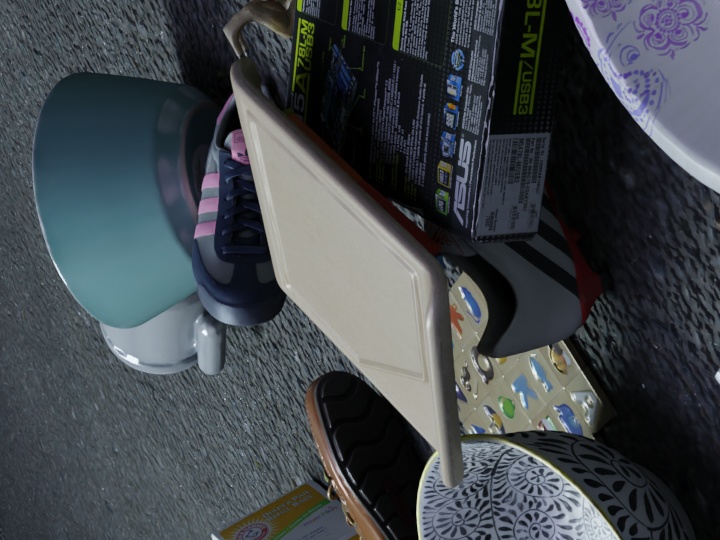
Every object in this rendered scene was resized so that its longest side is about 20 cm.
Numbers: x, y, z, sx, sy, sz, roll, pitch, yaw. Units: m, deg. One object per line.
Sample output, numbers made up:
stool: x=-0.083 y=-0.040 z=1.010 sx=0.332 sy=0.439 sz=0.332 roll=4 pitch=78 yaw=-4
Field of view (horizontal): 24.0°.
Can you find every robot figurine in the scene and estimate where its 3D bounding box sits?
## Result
robot figurine: x=-0.174 y=0.017 z=1.490 sx=0.170 sy=0.112 sz=0.201 roll=50 pitch=155 yaw=21

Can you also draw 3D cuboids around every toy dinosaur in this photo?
toy dinosaur: x=-0.029 y=-0.155 z=0.983 sx=0.201 sy=0.100 sz=0.058 roll=59 pitch=-176 yaw=-33

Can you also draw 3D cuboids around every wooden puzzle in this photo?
wooden puzzle: x=0.000 y=0.000 z=0.918 sx=0.200 sy=0.037 sz=0.186 roll=50 pitch=162 yaw=32

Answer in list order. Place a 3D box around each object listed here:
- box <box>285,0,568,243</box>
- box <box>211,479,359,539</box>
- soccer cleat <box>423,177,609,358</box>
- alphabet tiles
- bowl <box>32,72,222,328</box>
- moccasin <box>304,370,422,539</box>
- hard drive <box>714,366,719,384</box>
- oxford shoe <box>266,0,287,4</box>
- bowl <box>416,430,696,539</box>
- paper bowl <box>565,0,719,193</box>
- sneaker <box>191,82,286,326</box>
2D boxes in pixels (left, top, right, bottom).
box: x=0.031 y=-0.136 z=0.862 sx=0.193 sy=0.047 sz=0.202 roll=31 pitch=120 yaw=55
box: x=-0.043 y=0.309 z=1.520 sx=0.101 sy=0.112 sz=0.202 roll=28 pitch=138 yaw=55
soccer cleat: x=0.062 y=-0.049 z=0.919 sx=0.202 sy=0.085 sz=0.069 roll=65 pitch=158 yaw=-5
alphabet tiles: x=0.102 y=0.081 z=1.081 sx=0.167 sy=0.006 sz=0.200 roll=59 pitch=158 yaw=14
bowl: x=-0.151 y=-0.063 z=1.293 sx=0.104 sy=0.201 sz=0.203 roll=-11 pitch=110 yaw=22
moccasin: x=0.015 y=0.170 z=1.300 sx=0.202 sy=0.073 sz=0.078 roll=57 pitch=151 yaw=-9
hard drive: x=0.240 y=0.078 z=0.723 sx=0.200 sy=0.038 sz=0.140 roll=52 pitch=156 yaw=25
oxford shoe: x=-0.043 y=-0.244 z=0.966 sx=0.201 sy=0.070 sz=0.075 roll=101 pitch=152 yaw=-48
bowl: x=0.132 y=0.168 z=0.972 sx=0.200 sy=0.094 sz=0.202 roll=34 pitch=137 yaw=40
paper bowl: x=0.156 y=-0.129 z=0.591 sx=0.201 sy=0.104 sz=0.202 roll=48 pitch=153 yaw=33
sneaker: x=-0.083 y=-0.051 z=1.180 sx=0.201 sy=0.069 sz=0.083 roll=-97 pitch=9 yaw=-47
